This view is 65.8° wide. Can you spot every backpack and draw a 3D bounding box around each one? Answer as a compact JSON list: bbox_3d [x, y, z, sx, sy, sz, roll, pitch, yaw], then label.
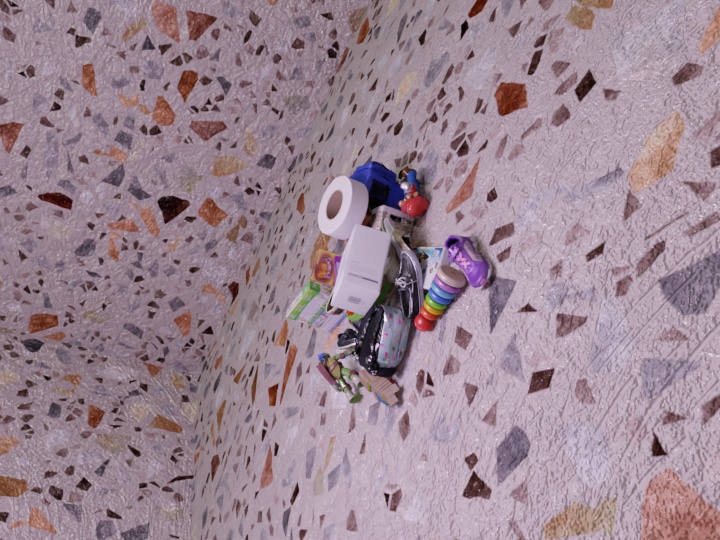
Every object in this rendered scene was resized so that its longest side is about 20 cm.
[{"bbox_3d":[0.069,0.203,1.657,0.167,0.125,0.202,17,94,64],"label":"backpack"},{"bbox_3d":[0.065,-0.274,1.948,0.162,0.199,0.169,2,68,58],"label":"backpack"}]

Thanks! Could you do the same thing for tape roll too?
[{"bbox_3d":[-0.060,-0.208,1.839,0.202,0.070,0.204,-31,51,47],"label":"tape roll"}]

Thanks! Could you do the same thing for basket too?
[{"bbox_3d":[0.075,-0.125,1.897,0.200,0.134,0.125,-18,59,61],"label":"basket"}]

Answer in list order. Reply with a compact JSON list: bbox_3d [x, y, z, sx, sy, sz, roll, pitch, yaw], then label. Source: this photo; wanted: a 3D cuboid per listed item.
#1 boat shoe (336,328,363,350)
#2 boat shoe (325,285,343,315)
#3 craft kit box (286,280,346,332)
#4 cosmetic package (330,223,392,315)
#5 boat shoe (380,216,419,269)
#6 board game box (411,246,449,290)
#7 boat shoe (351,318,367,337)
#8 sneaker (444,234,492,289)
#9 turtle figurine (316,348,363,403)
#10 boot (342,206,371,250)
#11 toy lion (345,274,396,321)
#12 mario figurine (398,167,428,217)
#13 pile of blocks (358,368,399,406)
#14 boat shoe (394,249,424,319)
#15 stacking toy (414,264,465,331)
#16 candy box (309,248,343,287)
[{"bbox_3d":[-0.038,0.230,1.885,0.199,0.074,0.067,139,122,-74],"label":"boat shoe"},{"bbox_3d":[-0.062,0.064,1.949,0.071,0.062,0.202,31,100,36],"label":"boat shoe"},{"bbox_3d":[-0.150,0.141,2.091,0.200,0.196,0.049,-48,33,39],"label":"craft kit box"},{"bbox_3d":[0.000,0.000,1.700,0.200,0.122,0.202,118,168,-63],"label":"cosmetic package"},{"bbox_3d":[0.125,-0.091,1.730,0.068,0.075,0.201,-35,60,23],"label":"boat shoe"},{"bbox_3d":[0.193,-0.007,1.668,0.200,0.034,0.128,6,79,66],"label":"board game box"},{"bbox_3d":[0.027,0.192,1.832,0.200,0.067,0.072,25,95,66],"label":"boat shoe"},{"bbox_3d":[0.273,-0.029,1.453,0.081,0.088,0.201,-56,29,26],"label":"sneaker"},{"bbox_3d":[-0.040,0.343,1.855,0.144,0.200,0.194,-43,48,-7],"label":"turtle figurine"},{"bbox_3d":[-0.026,-0.174,1.898,0.155,0.073,0.201,-61,39,29],"label":"boot"},{"bbox_3d":[0.023,0.091,1.859,0.192,0.068,0.200,-55,19,3],"label":"toy lion"},{"bbox_3d":[0.154,-0.252,1.842,0.106,0.123,0.201,-38,33,29],"label":"mario figurine"},{"bbox_3d":[0.069,0.348,1.656,0.062,0.083,0.200,-31,28,-19],"label":"pile of blocks"},{"bbox_3d":[0.135,0.042,1.622,0.073,0.068,0.202,-3,93,57],"label":"boat shoe"},{"bbox_3d":[0.209,0.088,1.525,0.086,0.085,0.201,-109,38,-55],"label":"stacking toy"},{"bbox_3d":[-0.074,0.007,2.023,0.056,0.198,0.118,148,138,-77],"label":"candy box"}]
